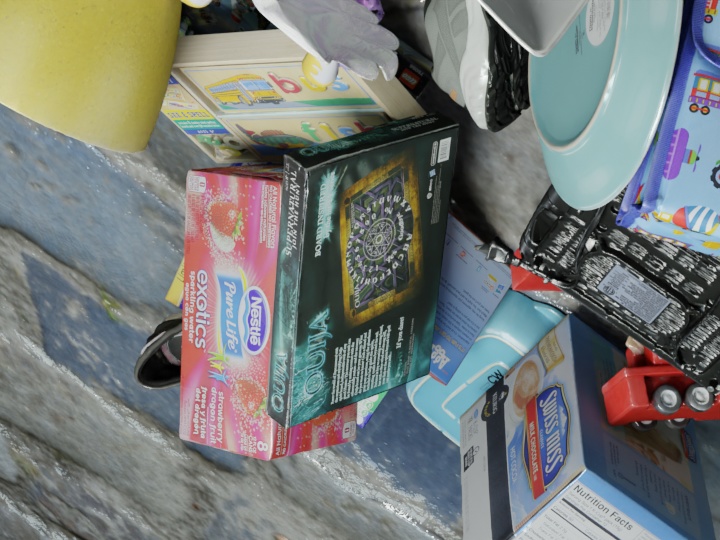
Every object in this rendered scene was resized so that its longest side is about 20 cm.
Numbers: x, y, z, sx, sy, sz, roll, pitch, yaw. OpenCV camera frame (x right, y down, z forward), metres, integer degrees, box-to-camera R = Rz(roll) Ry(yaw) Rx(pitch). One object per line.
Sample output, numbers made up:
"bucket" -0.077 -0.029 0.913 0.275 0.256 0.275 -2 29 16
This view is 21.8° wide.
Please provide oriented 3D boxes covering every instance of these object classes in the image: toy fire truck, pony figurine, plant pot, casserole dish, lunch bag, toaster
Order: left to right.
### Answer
"plant pot" -0.193 -0.189 1.218 0.199 0.200 0.143 32 101 4
"pony figurine" -0.030 -0.192 1.096 0.192 0.167 0.200 33 158 9
"casserole dish" 0.107 0.090 1.501 0.121 0.039 0.200 39 141 -6
"toy fire truck" 0.212 0.038 1.312 0.198 0.142 0.049 -2 160 -16
"toaster" 0.210 -0.041 1.216 0.199 0.119 0.181 33 142 1
"lunch bag" 0.251 -0.103 1.077 0.149 0.202 0.094 16 175 0

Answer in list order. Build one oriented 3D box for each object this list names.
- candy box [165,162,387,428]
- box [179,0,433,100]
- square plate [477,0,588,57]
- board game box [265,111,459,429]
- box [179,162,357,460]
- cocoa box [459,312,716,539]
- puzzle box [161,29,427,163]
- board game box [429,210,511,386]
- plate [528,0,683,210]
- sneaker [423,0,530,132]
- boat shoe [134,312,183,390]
"candy box" -0.040 0.010 1.493 0.199 0.077 0.169 34 143 3
"box" -0.057 -0.158 1.357 0.199 0.040 0.137 36 144 -2
"square plate" 0.079 -0.250 1.039 0.200 0.199 0.028 41 162 -8
"board game box" 0.000 0.000 1.274 0.028 0.135 0.202 34 129 41
"box" -0.063 0.027 1.353 0.095 0.099 0.202 9 101 39
"cocoa box" 0.162 0.156 1.359 0.133 0.201 0.131 35 116 -17
"puzzle box" -0.057 -0.120 1.308 0.199 0.026 0.133 1 152 35
"board game box" 0.033 -0.002 1.349 0.019 0.103 0.200 27 171 45
"plate" 0.137 -0.138 1.118 0.025 0.202 0.201 7 146 -16
"sneaker" 0.074 -0.183 1.208 0.079 0.074 0.201 34 142 30
"boat shoe" -0.109 0.056 1.483 0.199 0.057 0.067 -21 114 47
